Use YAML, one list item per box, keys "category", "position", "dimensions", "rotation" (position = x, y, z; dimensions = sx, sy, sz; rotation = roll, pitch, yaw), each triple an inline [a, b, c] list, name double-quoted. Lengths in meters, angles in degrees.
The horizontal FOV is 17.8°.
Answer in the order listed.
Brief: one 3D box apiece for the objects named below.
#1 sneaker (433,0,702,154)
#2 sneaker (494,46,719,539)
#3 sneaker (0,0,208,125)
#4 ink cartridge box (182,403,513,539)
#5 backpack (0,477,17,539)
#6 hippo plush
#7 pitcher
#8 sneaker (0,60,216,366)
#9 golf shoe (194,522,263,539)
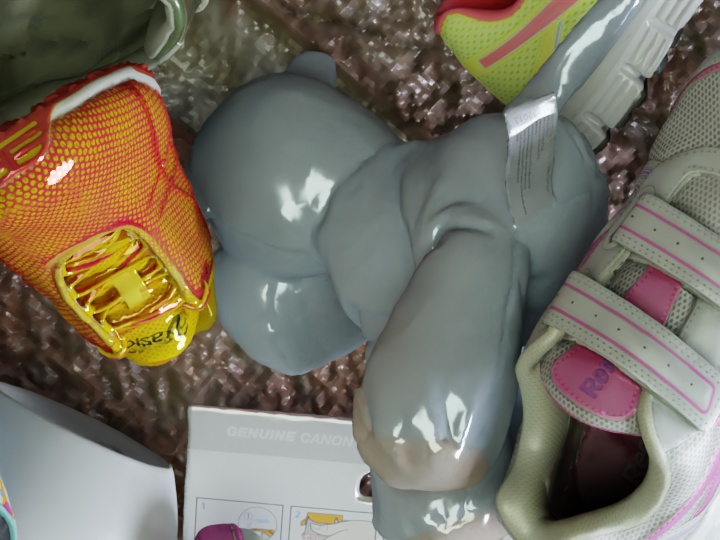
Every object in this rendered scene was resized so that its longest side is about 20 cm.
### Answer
- category: "sneaker"
  position: [0.097, -0.139, 0.821]
  dimensions: [0.090, 0.078, 0.200]
  rotation: [32, 107, -5]
- category: "sneaker"
  position: [0.103, 0.020, 0.742]
  dimensions: [0.081, 0.088, 0.201]
  rotation: [27, 111, 31]
- category: "sneaker"
  position: [-0.065, -0.103, 0.740]
  dimensions: [0.200, 0.090, 0.067]
  rotation: [-35, 127, -6]
- category: "ink cartridge box"
  position: [0.024, 0.136, 0.928]
  dimensions: [0.199, 0.045, 0.177]
  rotation: [5, 109, 1]
- category: "backpack"
  position: [-0.215, 0.066, 0.752]
  dimensions: [0.176, 0.154, 0.200]
  rotation: [-35, 142, 7]
- category: "hippo plush"
  position: [0.000, 0.000, 0.817]
  dimensions: [0.160, 0.159, 0.200]
  rotation: [18, 138, 26]
- category: "pitcher"
  position: [-0.166, 0.141, 0.906]
  dimensions: [0.121, 0.171, 0.200]
  rotation: [26, 90, -42]
- category: "sneaker"
  position: [-0.075, -0.013, 0.716]
  dimensions: [0.073, 0.200, 0.077]
  rotation: [-31, 80, 3]
- category: "golf shoe"
  position: [-0.023, 0.185, 0.896]
  dimensions: [0.091, 0.075, 0.201]
  rotation: [-10, 112, -10]
